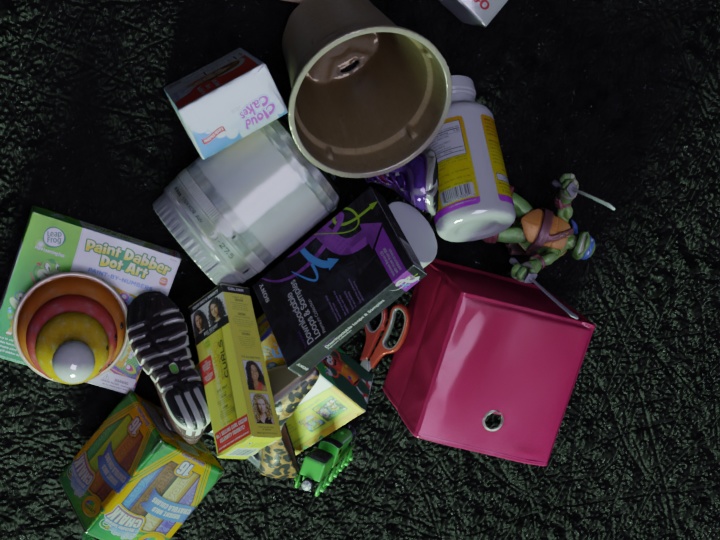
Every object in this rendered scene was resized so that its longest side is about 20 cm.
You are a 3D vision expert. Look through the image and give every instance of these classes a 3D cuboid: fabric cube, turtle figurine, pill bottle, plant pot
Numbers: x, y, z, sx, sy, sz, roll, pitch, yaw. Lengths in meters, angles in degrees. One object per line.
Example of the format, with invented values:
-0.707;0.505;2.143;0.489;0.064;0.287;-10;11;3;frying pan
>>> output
0.166;0.118;1.705;0.195;0.200;0.200;15;101;-15;fabric cube
0.226;-0.064;1.683;0.193;0.200;0.144;19;115;2;turtle figurine
0.130;-0.145;1.643;0.104;0.104;0.201;-7;72;-11;pill bottle
0.000;0.000;1.634;0.114;0.115;0.200;38;129;-19;pill bottle
-0.012;-0.247;1.559;0.200;0.184;0.201;-10;129;-12;plant pot

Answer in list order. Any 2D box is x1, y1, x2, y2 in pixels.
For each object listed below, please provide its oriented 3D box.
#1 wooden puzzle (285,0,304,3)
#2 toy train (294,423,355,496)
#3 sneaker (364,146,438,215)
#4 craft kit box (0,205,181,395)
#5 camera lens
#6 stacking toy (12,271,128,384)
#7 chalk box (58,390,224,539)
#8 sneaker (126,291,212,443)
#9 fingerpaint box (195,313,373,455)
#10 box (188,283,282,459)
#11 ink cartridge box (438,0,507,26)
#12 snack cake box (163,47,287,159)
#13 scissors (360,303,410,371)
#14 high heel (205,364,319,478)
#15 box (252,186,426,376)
-0.097;-0.432;1.589;0.199;0.037;0.186;8;103;-10;wooden puzzle
-0.042;0.248;1.700;0.042;0.200;0.057;20;101;10;toy train
0.042;-0.121;1.613;0.083;0.200;0.081;-10;114;-17;sneaker
-0.356;0.041;1.646;0.199;0.049;0.198;18;97;-17;craft kit box
-0.138;-0.092;1.600;0.200;0.160;0.160;-40;109;0;camera lens
-0.347;0.093;1.534;0.145;0.200;0.147;-3;106;-12;stacking toy
-0.301;0.284;1.662;0.200;0.124;0.124;-50;132;2;chalk box
-0.247;0.133;1.623;0.075;0.201;0.116;-15;153;-19;sneaker
-0.112;0.155;1.671;0.167;0.073;0.200;40;126;-19;fingerpaint box
-0.154;0.122;1.551;0.050;0.201;0.075;10;148;-44;box
0.161;-0.430;1.621;0.145;0.083;0.200;39;93;-19;ink cartridge box
-0.166;-0.206;1.541;0.115;0.200;0.067;-28;109;-4;snack cake box
0.012;0.133;1.750;0.073;0.014;0.201;23;101;23;scissors
-0.082;0.192;1.607;0.142;0.072;0.200;37;129;-25;high heel
-0.029;0.013;1.533;0.200;0.143;0.036;-41;139;15;box
